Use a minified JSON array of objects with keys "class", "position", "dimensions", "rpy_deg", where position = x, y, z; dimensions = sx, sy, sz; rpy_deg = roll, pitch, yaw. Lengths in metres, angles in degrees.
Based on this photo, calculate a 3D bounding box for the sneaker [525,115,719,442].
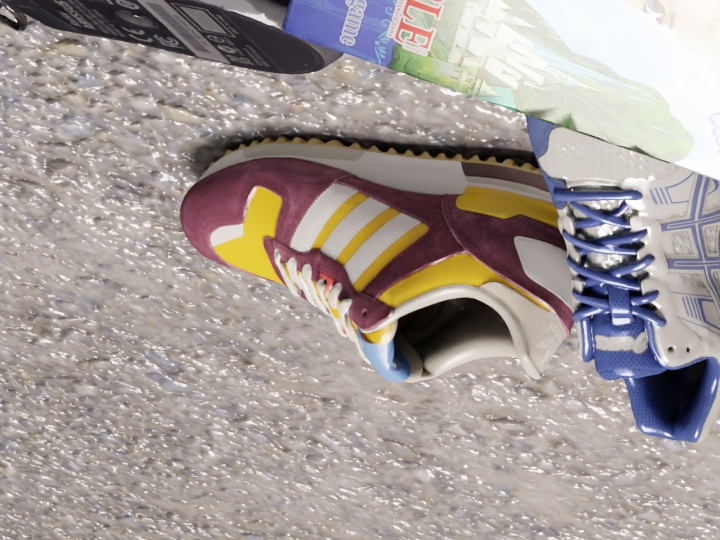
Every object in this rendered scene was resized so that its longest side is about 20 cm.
[{"class":"sneaker","position":[0.115,-0.004,1.062],"dimensions":[0.075,0.088,0.200],"rpy_deg":[3,149,32]}]

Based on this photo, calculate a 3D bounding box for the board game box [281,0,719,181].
[{"class":"board game box","position":[0.092,-0.124,0.833],"dimensions":[0.199,0.041,0.200],"rpy_deg":[18,137,0]}]

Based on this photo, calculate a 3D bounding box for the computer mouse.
[{"class":"computer mouse","position":[-0.095,-0.122,1.001],"dimensions":[0.200,0.053,0.139],"rpy_deg":[13,168,17]}]

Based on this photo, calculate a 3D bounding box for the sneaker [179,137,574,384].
[{"class":"sneaker","position":[0.000,0.000,1.138],"dimensions":[0.200,0.090,0.075],"rpy_deg":[2,149,32]}]
